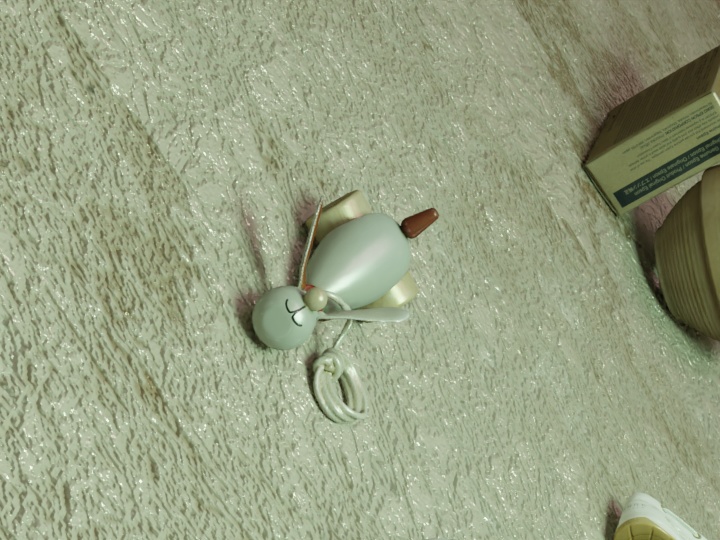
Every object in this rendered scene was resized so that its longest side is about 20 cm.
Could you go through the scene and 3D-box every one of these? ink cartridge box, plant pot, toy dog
[{"bbox_3d":[0.343,-0.157,2.015,0.075,0.164,0.200,54,27,-10],"label":"ink cartridge box"},{"bbox_3d":[0.368,-0.006,1.957,0.201,0.092,0.202,43,41,-52],"label":"plant pot"},{"bbox_3d":[0.000,0.000,1.327,0.132,0.096,0.201,47,28,-22],"label":"toy dog"}]

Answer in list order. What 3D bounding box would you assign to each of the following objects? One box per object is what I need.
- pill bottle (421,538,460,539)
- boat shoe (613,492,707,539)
[{"bbox_3d":[0.080,0.231,1.189,0.199,0.112,0.113,12,51,-43],"label":"pill bottle"},{"bbox_3d":[0.295,0.266,1.590,0.200,0.071,0.069,49,29,-17],"label":"boat shoe"}]
